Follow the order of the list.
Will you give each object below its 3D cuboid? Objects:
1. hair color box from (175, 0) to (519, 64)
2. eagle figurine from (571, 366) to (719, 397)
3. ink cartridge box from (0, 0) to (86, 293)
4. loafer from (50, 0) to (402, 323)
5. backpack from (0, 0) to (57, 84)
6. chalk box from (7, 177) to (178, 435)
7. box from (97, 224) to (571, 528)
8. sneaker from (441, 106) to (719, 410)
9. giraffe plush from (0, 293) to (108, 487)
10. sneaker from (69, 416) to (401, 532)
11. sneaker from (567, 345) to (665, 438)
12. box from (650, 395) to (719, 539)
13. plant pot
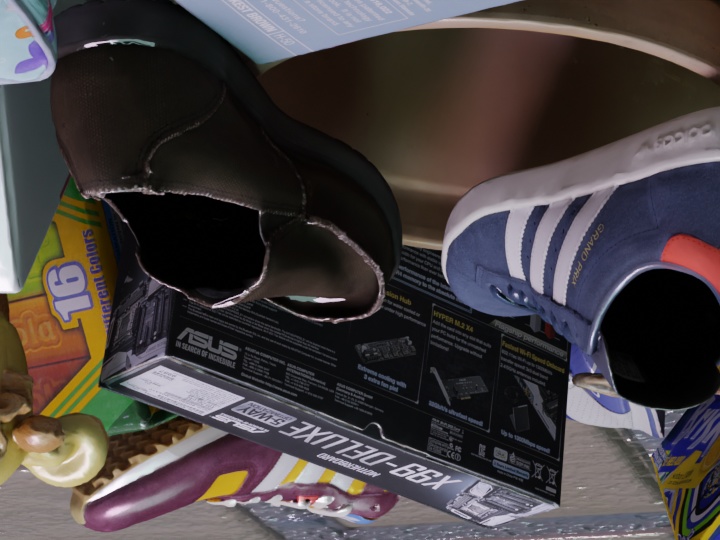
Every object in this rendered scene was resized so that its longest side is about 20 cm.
[{"bbox_3d":[0.041,-0.134,0.589,0.199,0.100,0.061,-10,155,30],"label":"hair color box"},{"bbox_3d":[0.193,-0.027,0.821,0.151,0.201,0.151,-16,-140,-44],"label":"eagle figurine"},{"bbox_3d":[-0.205,-0.063,0.718,0.199,0.145,0.084,2,120,4],"label":"ink cartridge box"},{"bbox_3d":[-0.048,-0.018,0.687,0.073,0.072,0.200,-6,156,27],"label":"loafer"},{"bbox_3d":[-0.154,-0.141,0.542,0.176,0.151,0.200,2,154,5],"label":"backpack"},{"bbox_3d":[-0.148,0.009,0.888,0.199,0.126,0.124,-13,-176,32],"label":"chalk box"},{"bbox_3d":[0.000,0.000,0.831,0.199,0.159,0.050,23,151,-31],"label":"box"},{"bbox_3d":[0.085,0.008,0.701,0.075,0.085,0.200,11,164,-22],"label":"sneaker"},{"bbox_3d":[-0.192,0.045,0.750,0.162,0.201,0.172,-25,171,28],"label":"giraffe plush"},{"bbox_3d":[-0.030,0.085,0.909,0.199,0.091,0.075,-26,-166,-16],"label":"sneaker"},{"bbox_3d":[0.101,0.048,1.052,0.114,0.081,0.199,1,171,8],"label":"sneaker"},{"bbox_3d":[0.182,0.101,0.924,0.070,0.064,0.200,37,-172,-1],"label":"box"},{"bbox_3d":[0.050,-0.083,0.727,0.199,0.093,0.201,4,159,2],"label":"plant pot"}]
